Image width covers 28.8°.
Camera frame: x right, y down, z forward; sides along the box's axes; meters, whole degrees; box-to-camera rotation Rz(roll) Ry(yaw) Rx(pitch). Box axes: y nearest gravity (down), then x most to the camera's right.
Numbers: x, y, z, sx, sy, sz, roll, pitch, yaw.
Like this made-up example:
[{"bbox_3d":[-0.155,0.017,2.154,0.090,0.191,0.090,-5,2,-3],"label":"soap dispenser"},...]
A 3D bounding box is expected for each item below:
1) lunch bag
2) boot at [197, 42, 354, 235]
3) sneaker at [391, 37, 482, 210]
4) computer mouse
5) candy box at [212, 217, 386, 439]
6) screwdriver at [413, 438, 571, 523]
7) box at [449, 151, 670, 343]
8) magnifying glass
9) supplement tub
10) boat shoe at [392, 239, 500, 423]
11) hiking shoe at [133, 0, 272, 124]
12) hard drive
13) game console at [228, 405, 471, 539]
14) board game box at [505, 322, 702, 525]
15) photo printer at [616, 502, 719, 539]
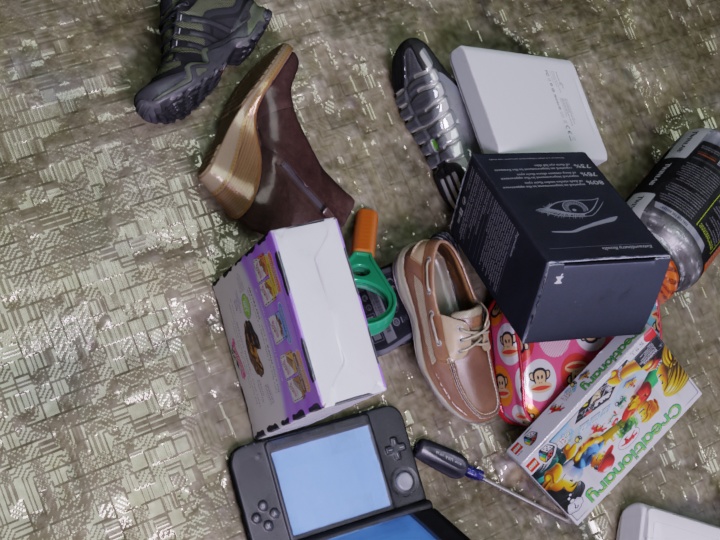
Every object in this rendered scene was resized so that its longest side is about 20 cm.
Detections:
[{"bbox_3d":[0.240,0.101,1.539,0.198,0.082,0.178,-4,86,-25],"label":"lunch bag"},{"bbox_3d":[-0.072,-0.121,1.489,0.166,0.072,0.201,36,63,-24],"label":"boot"},{"bbox_3d":[0.115,-0.174,1.578,0.115,0.075,0.202,-24,95,-33],"label":"sneaker"},{"bbox_3d":[0.036,0.044,1.491,0.199,0.053,0.140,-14,83,-37],"label":"computer mouse"},{"bbox_3d":[-0.065,0.061,1.354,0.071,0.200,0.169,-13,81,-25],"label":"candy box"},{"bbox_3d":[0.143,0.226,1.499,0.199,0.028,0.029,25,38,-18],"label":"screwdriver"},{"bbox_3d":[0.203,-0.028,1.464,0.146,0.105,0.201,-2,38,-22],"label":"box"},{"bbox_3d":[0.000,0.000,1.441,0.079,0.023,0.201,8,38,-1],"label":"magnifying glass"},{"bbox_3d":[0.367,-0.060,1.621,0.123,0.122,0.200,47,63,-5],"label":"supplement tub"},{"bbox_3d":[0.097,0.061,1.448,0.075,0.072,0.202,-23,88,-37],"label":"boat shoe"},{"bbox_3d":[-0.184,-0.233,1.464,0.101,0.076,0.200,41,55,1],"label":"hiking shoe"},{"bbox_3d":[0.193,-0.183,1.587,0.199,0.026,0.133,-2,68,-45],"label":"hard drive"},{"bbox_3d":[-0.006,0.230,1.380,0.198,0.116,0.178,-12,81,-26],"label":"game console"},{"bbox_3d":[0.261,0.161,1.492,0.200,0.035,0.126,-46,125,-3],"label":"board game box"},{"bbox_3d":[0.370,0.359,1.535,0.198,0.069,0.168,18,69,-19],"label":"photo printer"}]
